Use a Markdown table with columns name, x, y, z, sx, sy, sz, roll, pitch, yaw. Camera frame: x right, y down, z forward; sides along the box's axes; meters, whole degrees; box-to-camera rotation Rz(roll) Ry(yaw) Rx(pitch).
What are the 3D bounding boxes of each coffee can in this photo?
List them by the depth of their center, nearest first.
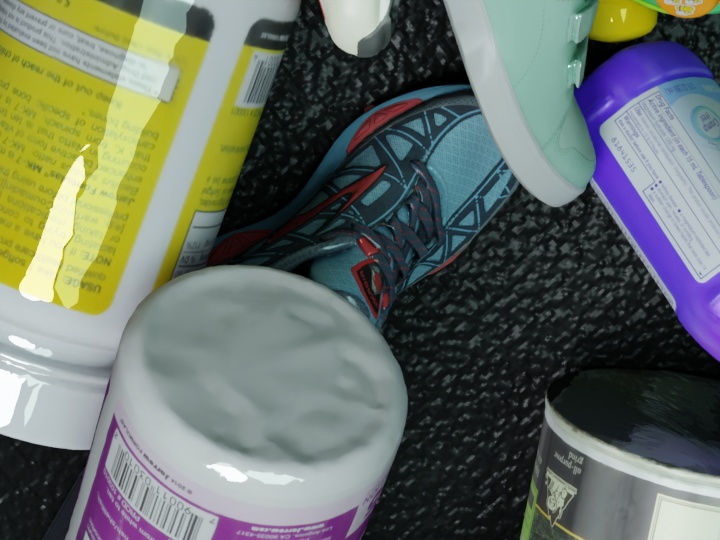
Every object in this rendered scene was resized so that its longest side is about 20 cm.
| name | x | y | z | sx | sy | sz | roll | pitch | yaw |
| --- | --- | --- | --- | --- | --- | --- | --- | --- | --- |
| coffee can | 0.137 | 0.162 | 1.042 | 0.146 | 0.146 | 0.201 | 5 | 106 | -20 |

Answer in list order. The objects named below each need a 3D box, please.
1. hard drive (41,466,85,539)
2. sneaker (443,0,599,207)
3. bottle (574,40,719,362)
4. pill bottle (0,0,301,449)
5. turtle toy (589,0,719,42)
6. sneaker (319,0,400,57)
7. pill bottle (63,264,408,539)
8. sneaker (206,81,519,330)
| name | x | y | z | sx | sy | sz | roll | pitch | yaw |
| --- | --- | --- | --- | --- | --- | --- | --- | --- | --- |
| hard drive | -0.066 | 0.183 | 1.035 | 0.200 | 0.042 | 0.135 | 28 | 97 | -25 |
| sneaker | 0.093 | -0.114 | 0.896 | 0.118 | 0.074 | 0.201 | -17 | 129 | 7 |
| bottle | 0.163 | -0.004 | 0.976 | 0.065 | 0.200 | 0.083 | -40 | 162 | 27 |
| pill bottle | -0.108 | -0.038 | 0.908 | 0.114 | 0.114 | 0.200 | 17 | 101 | -23 |
| turtle toy | 0.173 | -0.173 | 0.964 | 0.199 | 0.101 | 0.146 | -14 | 112 | -21 |
| sneaker | -0.042 | -0.170 | 0.881 | 0.093 | 0.070 | 0.200 | -12 | 78 | -5 |
| pill bottle | -0.058 | 0.103 | 0.897 | 0.112 | 0.112 | 0.200 | 2 | 136 | -20 |
| sneaker | 0.000 | 0.000 | 0.968 | 0.200 | 0.096 | 0.079 | -38 | 116 | -4 |
